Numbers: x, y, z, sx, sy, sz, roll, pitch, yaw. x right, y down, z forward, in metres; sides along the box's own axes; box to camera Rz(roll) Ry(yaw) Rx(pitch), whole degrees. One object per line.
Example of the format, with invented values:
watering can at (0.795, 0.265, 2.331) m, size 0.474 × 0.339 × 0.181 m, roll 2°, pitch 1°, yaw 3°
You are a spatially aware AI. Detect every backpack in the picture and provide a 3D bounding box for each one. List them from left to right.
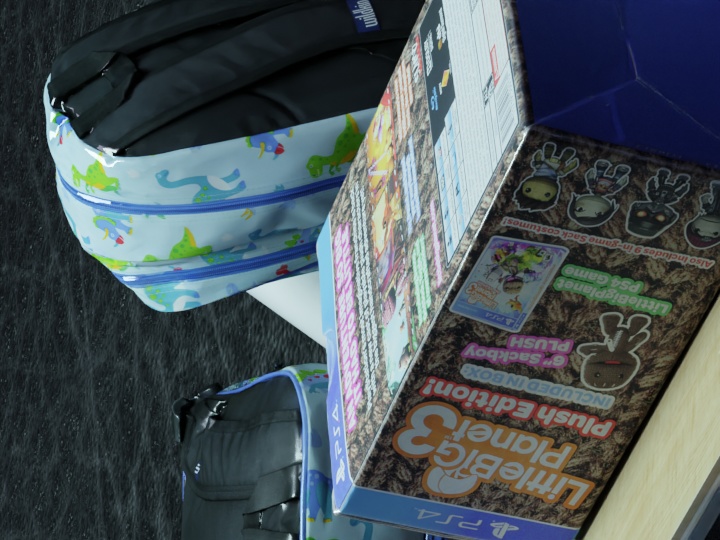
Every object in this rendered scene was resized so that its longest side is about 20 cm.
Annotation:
backpack at (-0.042, -0.067, 1.270) m, size 0.163 × 0.199 × 0.154 m, roll -120°, pitch 29°, yaw -44°
backpack at (-0.010, 0.137, 1.459) m, size 0.200 × 0.146 × 0.184 m, roll 146°, pitch 127°, yaw -69°

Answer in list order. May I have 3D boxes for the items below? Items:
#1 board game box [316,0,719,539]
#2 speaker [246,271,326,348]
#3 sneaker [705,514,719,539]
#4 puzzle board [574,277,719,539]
board game box at (0.063, -0.020, 1.081) m, size 0.160 × 0.097 × 0.200 m, roll -95°, pitch 23°, yaw -47°
speaker at (0.000, 0.000, 1.341) m, size 0.200 × 0.081 × 0.081 m, roll 33°, pitch 115°, yaw 51°
sneaker at (0.166, 0.116, 1.003) m, size 0.114 × 0.075 × 0.200 m, roll 51°, pitch 142°, yaw 25°
puzzle board at (0.109, 0.076, 1.047) m, size 0.151 × 0.017 × 0.200 m, roll -80°, pitch 11°, yaw -52°
